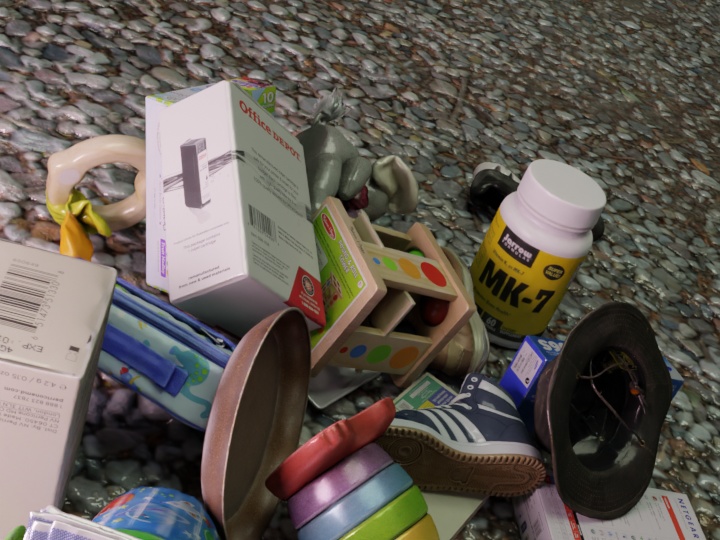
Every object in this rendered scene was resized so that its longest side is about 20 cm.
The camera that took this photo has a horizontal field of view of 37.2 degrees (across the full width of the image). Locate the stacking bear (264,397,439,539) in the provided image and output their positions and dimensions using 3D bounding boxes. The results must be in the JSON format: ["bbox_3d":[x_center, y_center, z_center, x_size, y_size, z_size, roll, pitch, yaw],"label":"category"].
[{"bbox_3d":[0.020,0.223,0.856,0.201,0.114,0.121,55,28,11],"label":"stacking bear"}]

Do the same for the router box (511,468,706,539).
[{"bbox_3d":[0.245,0.283,0.977,0.178,0.049,0.201,13,35,-15],"label":"router box"}]

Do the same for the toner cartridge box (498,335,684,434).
[{"bbox_3d":[0.238,0.129,1.124,0.198,0.096,0.043,10,30,-31],"label":"toner cartridge box"}]

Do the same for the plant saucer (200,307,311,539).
[{"bbox_3d":[-0.085,0.127,0.871,0.032,0.202,0.200,11,31,14],"label":"plant saucer"}]

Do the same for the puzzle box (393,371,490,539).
[{"bbox_3d":[0.066,0.183,1.028,0.133,0.026,0.200,35,35,17],"label":"puzzle box"}]

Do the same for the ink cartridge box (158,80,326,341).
[{"bbox_3d":[-0.109,-0.049,0.985,0.144,0.083,0.202,38,39,-56],"label":"ink cartridge box"}]

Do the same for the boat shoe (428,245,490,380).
[{"bbox_3d":[0.086,0.038,1.200,0.071,0.076,0.201,7,35,-19],"label":"boat shoe"}]

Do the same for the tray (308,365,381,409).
[{"bbox_3d":[-0.077,0.057,1.099,0.200,0.022,0.107,47,40,17],"label":"tray"}]

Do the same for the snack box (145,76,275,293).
[{"bbox_3d":[-0.155,-0.089,1.109,0.053,0.202,0.142,20,27,32],"label":"snack box"}]

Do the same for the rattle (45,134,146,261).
[{"bbox_3d":[-0.216,-0.068,1.103,0.198,0.131,0.143,-5,33,-23],"label":"rattle"}]

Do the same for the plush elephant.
[{"bbox_3d":[-0.028,-0.089,1.258,0.155,0.164,0.201,44,58,-36],"label":"plush elephant"}]

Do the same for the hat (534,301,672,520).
[{"bbox_3d":[0.212,0.130,1.021,0.199,0.203,0.081,-11,8,-41],"label":"hat"}]

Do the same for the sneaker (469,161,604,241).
[{"bbox_3d":[0.234,-0.078,1.461,0.199,0.067,0.091,25,36,10],"label":"sneaker"}]

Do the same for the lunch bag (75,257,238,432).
[{"bbox_3d":[-0.184,0.066,0.926,0.199,0.083,0.161,28,-5,8],"label":"lunch bag"}]

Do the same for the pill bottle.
[{"bbox_3d":[0.196,-0.019,1.228,0.113,0.201,0.115,15,34,-11],"label":"pill bottle"}]

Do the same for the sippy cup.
[{"bbox_3d":[-0.154,0.221,0.749,0.178,0.139,0.130,48,11,-9],"label":"sippy cup"}]

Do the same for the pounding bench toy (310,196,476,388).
[{"bbox_3d":[0.000,0.000,1.093,0.155,0.124,0.201,12,38,-42],"label":"pounding bench toy"}]

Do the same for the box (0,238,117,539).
[{"bbox_3d":[-0.259,0.097,0.792,0.108,0.201,0.128,15,34,-10],"label":"box"}]

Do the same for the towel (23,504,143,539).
[{"bbox_3d":[-0.162,0.260,0.657,0.146,0.202,0.024,19,-1,-5],"label":"towel"}]

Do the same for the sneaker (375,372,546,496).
[{"bbox_3d":[0.071,0.145,0.999,0.198,0.070,0.109,13,35,-19],"label":"sneaker"}]
